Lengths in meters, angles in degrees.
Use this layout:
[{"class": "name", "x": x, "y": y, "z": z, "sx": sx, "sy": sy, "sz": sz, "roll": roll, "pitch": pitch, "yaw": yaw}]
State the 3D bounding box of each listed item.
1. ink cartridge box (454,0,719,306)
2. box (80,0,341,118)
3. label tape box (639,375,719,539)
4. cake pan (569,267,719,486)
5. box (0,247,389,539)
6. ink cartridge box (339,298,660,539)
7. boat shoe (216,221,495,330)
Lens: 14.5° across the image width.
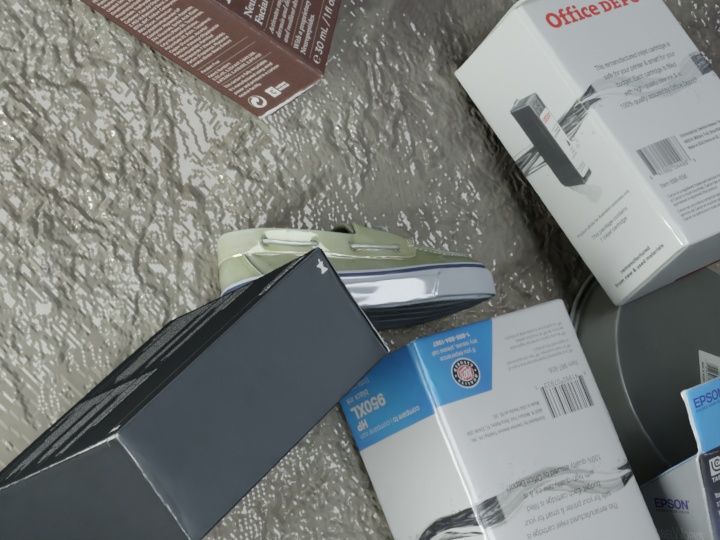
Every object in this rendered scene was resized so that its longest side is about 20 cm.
[{"class": "ink cartridge box", "x": 0.180, "y": -0.094, "z": 1.913, "sx": 0.144, "sy": 0.084, "sz": 0.200, "roll": -21, "pitch": 73, "yaw": -46}, {"class": "box", "x": -0.107, "y": -0.192, "z": 1.733, "sx": 0.200, "sy": 0.075, "sz": 0.100, "roll": 31, "pitch": 52, "yaw": -26}, {"class": "label tape box", "x": 0.253, "y": 0.153, "z": 1.848, "sx": 0.143, "sy": 0.066, "sz": 0.200, "roll": -21, "pitch": 103, "yaw": -41}, {"class": "cake pan", "x": 0.224, "y": 0.078, "z": 1.927, "sx": 0.200, "sy": 0.037, "sz": 0.200, "roll": 20, "pitch": 57, "yaw": -35}, {"class": "box", "x": -0.097, "y": 0.085, "z": 1.556, "sx": 0.079, "sy": 0.141, "sz": 0.200, "roll": 54, "pitch": 45, "yaw": -7}, {"class": "ink cartridge box", "x": 0.090, "y": 0.134, "z": 1.743, "sx": 0.145, "sy": 0.084, "sz": 0.200, "roll": -14, "pitch": 79, "yaw": -45}, {"class": "boat shoe", "x": 0.000, "y": 0.000, "z": 1.737, "sx": 0.200, "sy": 0.072, "sz": 0.062, "roll": -2, "pitch": 74, "yaw": -40}]
